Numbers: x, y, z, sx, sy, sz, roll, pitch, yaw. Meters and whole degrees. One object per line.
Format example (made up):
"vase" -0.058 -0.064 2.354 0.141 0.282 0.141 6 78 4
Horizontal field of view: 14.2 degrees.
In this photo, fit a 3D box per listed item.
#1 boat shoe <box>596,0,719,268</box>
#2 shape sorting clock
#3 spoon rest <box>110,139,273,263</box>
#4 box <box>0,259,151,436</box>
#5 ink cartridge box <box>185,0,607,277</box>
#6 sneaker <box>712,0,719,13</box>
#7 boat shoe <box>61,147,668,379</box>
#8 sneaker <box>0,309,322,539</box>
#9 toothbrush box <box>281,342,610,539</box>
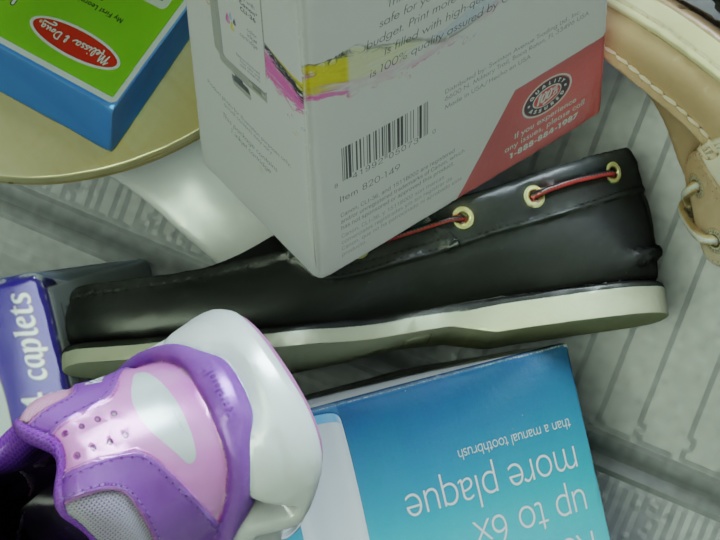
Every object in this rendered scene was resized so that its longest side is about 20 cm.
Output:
"boat shoe" 0.133 -0.025 0.927 0.200 0.071 0.065 40 102 9
"shape sorting clock" -0.096 -0.121 0.961 0.200 0.039 0.200 -4 65 9
"spoon rest" -0.078 -0.065 0.991 0.099 0.061 0.200 -45 82 13
"box" -0.159 0.107 1.003 0.200 0.105 0.184 -14 89 17
"ink cartridge box" 0.011 -0.104 0.847 0.116 0.200 0.068 -30 57 -21
"sneaker" 0.172 -0.094 0.911 0.200 0.078 0.075 48 134 6
"boat shoe" -0.001 0.000 0.942 0.201 0.074 0.063 -9 84 -11
"sneaker" -0.092 0.091 0.851 0.081 0.088 0.200 55 136 22
"toothbrush box" 0.010 0.137 0.927 0.085 0.146 0.200 -11 91 53
